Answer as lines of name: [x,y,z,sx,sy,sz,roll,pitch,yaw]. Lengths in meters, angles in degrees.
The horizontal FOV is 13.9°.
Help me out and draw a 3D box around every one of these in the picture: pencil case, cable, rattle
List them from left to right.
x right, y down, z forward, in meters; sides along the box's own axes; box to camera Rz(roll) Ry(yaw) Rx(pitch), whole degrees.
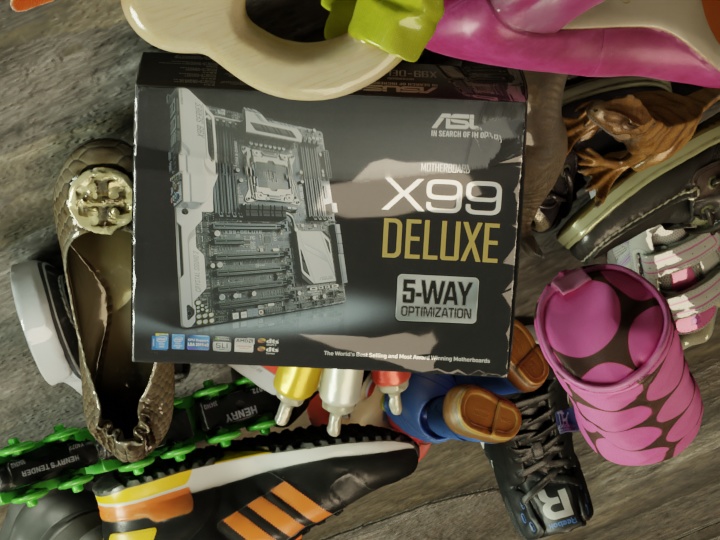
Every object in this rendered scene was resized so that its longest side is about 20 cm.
rattle: [-0.061,-0.156,1.418,0.200,0.143,0.130,-5,122,3]
cable: [0.000,0.000,1.600,0.097,0.050,0.200,-6,128,-11]
pencil case: [0.153,0.055,1.771,0.091,0.094,0.200,-23,160,1]

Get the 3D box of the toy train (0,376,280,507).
toy train: [-0.135,0.100,1.744,0.200,0.042,0.056,-16,179,-32]

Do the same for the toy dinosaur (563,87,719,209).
toy dinosaur: [0.168,-0.082,1.639,0.106,0.060,0.200,-22,-177,31]

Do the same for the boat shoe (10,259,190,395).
boat shoe: [-0.144,0.036,1.692,0.068,0.074,0.199,-18,156,7]

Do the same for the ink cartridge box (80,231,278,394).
ink cartridge box: [-0.029,-0.025,1.619,0.200,0.050,0.162,-31,131,29]

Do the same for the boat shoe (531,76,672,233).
boat shoe: [0.095,-0.051,1.704,0.200,0.065,0.072,-23,152,4]

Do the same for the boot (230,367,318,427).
boot: [-0.028,0.010,1.766,0.075,0.074,0.200,-41,162,-32]

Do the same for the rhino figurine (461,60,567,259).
rhino figurine: [0.071,-0.073,1.569,0.087,0.060,0.200,-7,120,-20]

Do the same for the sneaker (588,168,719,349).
sneaker: [0.197,-0.011,1.836,0.081,0.088,0.200,-21,155,2]

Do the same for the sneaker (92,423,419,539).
sneaker: [-0.059,0.149,1.777,0.200,0.090,0.070,-10,-173,-14]

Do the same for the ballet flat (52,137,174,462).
ballet flat: [-0.131,0.021,1.586,0.067,0.046,0.200,4,123,5]

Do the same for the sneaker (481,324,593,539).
sneaker: [0.126,0.121,2.022,0.073,0.112,0.200,-19,155,-4]

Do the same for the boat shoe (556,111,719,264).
boat shoe: [0.208,-0.053,1.718,0.201,0.066,0.072,-32,178,-18]

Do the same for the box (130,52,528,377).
box: [-0.017,-0.028,1.520,0.200,0.050,0.158,3,116,-1]

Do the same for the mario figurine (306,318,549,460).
mario figurine: [0.024,0.077,1.869,0.123,0.106,0.200,-21,180,-34]

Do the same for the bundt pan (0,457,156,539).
bundt pan: [-0.132,0.170,1.860,0.202,0.202,0.076,-5,123,-29]

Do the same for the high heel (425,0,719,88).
high heel: [0.123,-0.117,1.491,0.096,0.067,0.200,-25,160,37]
